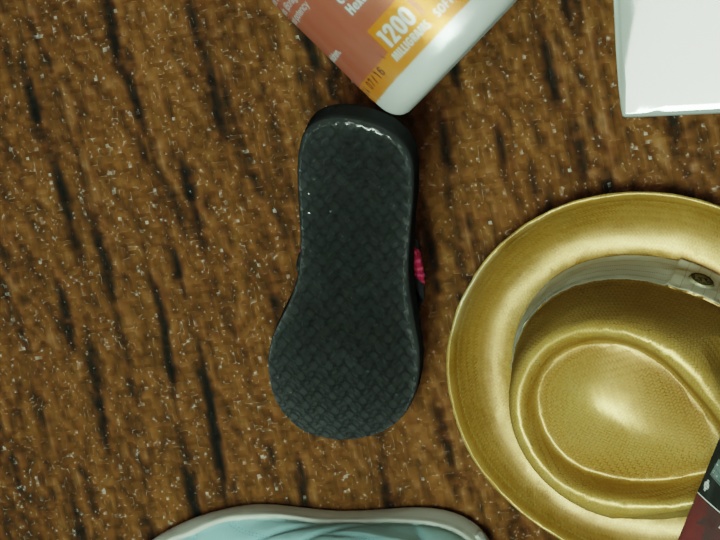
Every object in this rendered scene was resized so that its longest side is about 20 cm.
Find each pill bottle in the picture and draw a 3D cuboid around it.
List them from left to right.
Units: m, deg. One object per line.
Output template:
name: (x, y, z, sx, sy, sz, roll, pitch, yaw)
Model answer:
pill bottle: (-0.016, -0.175, 1.178, 0.200, 0.112, 0.112, 44, 110, -1)

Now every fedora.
fedora: (0.133, 0.062, 1.222, 0.200, 0.082, 0.202, 4, 107, 12)

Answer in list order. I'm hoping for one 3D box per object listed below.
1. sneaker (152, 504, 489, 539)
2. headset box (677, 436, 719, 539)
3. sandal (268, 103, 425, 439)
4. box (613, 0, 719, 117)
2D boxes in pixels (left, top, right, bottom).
sneaker: (-0.037, 0.158, 1.291, 0.199, 0.082, 0.074, -11, 101, 16)
headset box: (0.233, 0.103, 1.166, 0.148, 0.075, 0.201, 14, 103, -27)
sandal: (0.000, 0.000, 1.246, 0.075, 0.045, 0.201, 12, 128, 8)
box: (0.215, -0.119, 1.125, 0.199, 0.124, 0.098, -2, 94, 14)
